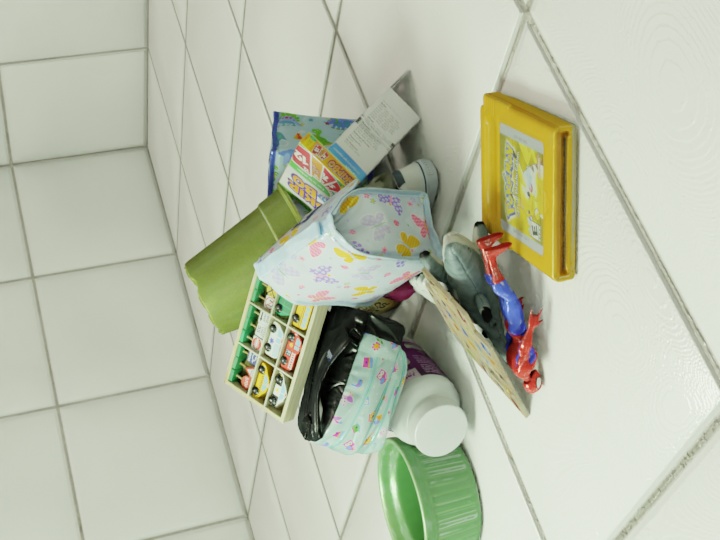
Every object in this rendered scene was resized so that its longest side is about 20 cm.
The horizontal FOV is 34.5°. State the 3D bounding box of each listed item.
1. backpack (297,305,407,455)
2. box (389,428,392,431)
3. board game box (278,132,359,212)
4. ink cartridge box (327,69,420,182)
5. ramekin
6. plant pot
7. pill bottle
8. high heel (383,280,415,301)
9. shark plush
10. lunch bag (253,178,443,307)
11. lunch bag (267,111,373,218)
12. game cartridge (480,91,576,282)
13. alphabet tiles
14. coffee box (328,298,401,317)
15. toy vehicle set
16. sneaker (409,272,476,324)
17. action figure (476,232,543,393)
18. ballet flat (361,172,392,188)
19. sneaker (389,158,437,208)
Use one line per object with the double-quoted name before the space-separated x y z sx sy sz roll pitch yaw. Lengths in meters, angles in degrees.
"backpack" -0.011 0.157 1.632 0.167 0.125 0.202 -175 102 -74
"box" 0.027 0.165 1.857 0.120 0.032 0.202 14 126 32
"board game box" -0.062 -0.122 1.623 0.095 0.030 0.200 44 165 0
"ink cartridge box" 0.012 -0.189 1.680 0.068 0.200 0.116 44 162 -5
"ramekin" 0.104 0.340 1.733 0.200 0.097 0.202 170 90 -73
"plant pot" -0.157 0.001 1.751 0.201 0.189 0.200 60 175 8
"pill bottle" 0.079 0.186 1.702 0.200 0.111 0.113 -133 37 -59
"high heel" 0.000 0.000 1.698 0.199 0.096 0.068 24 112 32
"shark plush" 0.137 0.039 1.419 0.083 0.090 0.202 -116 10 -65
"lunch bag" -0.018 -0.034 1.525 0.169 0.199 0.128 -34 66 43
"lunch bag" -0.067 -0.147 1.865 0.128 0.168 0.201 -89 5 -45
"game cartridge" 0.188 -0.102 1.333 0.200 0.032 0.178 -138 41 -62
"alphabet tiles" 0.135 0.081 1.446 0.167 0.008 0.201 50 174 43
"coffee box" -0.002 0.038 1.879 0.200 0.112 0.081 123 134 -65
"toy vehicle set" -0.120 0.097 1.648 0.124 0.026 0.202 28 110 32
"sneaker" 0.124 0.032 1.557 0.200 0.074 0.082 -176 68 -73
"action figure" 0.185 0.057 1.377 0.065 0.051 0.202 -127 22 -69
"ballet flat" 0.021 -0.105 1.717 0.069 0.200 0.072 34 119 7
"sneaker" 0.061 -0.079 1.682 0.201 0.070 0.073 96 157 -44
